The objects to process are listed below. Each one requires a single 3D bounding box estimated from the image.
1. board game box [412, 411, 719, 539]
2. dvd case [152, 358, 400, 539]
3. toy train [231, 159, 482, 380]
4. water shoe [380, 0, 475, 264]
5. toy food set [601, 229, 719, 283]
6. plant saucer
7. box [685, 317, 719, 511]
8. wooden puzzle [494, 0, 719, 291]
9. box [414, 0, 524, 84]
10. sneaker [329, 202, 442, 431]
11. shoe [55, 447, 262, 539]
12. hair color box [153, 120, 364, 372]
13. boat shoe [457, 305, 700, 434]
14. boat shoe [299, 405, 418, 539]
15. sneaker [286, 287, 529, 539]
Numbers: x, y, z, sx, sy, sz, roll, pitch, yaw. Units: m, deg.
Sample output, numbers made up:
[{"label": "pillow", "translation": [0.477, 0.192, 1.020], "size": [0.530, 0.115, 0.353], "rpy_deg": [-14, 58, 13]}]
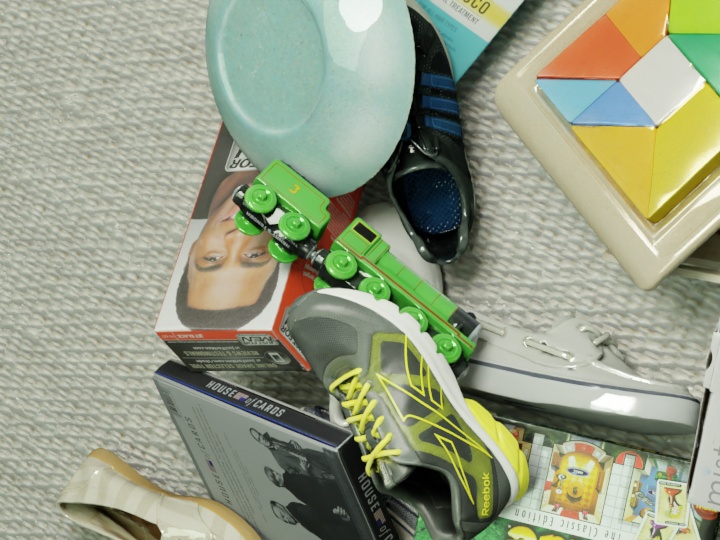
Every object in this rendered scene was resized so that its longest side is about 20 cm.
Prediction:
[{"label": "board game box", "translation": [0.140, 0.161, 1.728], "size": [0.199, 0.023, 0.105], "rpy_deg": [12, 95, 13]}, {"label": "dvd case", "translation": [-0.054, 0.148, 1.809], "size": [0.200, 0.025, 0.151], "rpy_deg": [20, 141, 45]}, {"label": "toy train", "translation": [0.000, 0.000, 1.727], "size": [0.200, 0.056, 0.042], "rpy_deg": [39, 144, 7]}, {"label": "water shoe", "translation": [0.039, -0.099, 1.754], "size": [0.071, 0.079, 0.201], "rpy_deg": [-19, 116, 6]}, {"label": "toy food set", "translation": [0.238, -0.093, 1.685], "size": [0.143, 0.060, 0.201], "rpy_deg": [11, 96, 32]}, {"label": "plant saucer", "translation": [-0.048, -0.146, 1.740], "size": [0.201, 0.039, 0.202], "rpy_deg": [12, 108, 43]}, {"label": "box", "translation": [0.266, 0.025, 1.555], "size": [0.096, 0.177, 0.201], "rpy_deg": [13, 118, 8]}, {"label": "wooden puzzle", "translation": [0.199, -0.117, 1.664], "size": [0.200, 0.037, 0.185], "rpy_deg": [-45, 63, 17]}, {"label": "box", "translation": [0.073, -0.205, 1.772], "size": [0.082, 0.049, 0.200], "rpy_deg": [33, 113, -16]}, {"label": "sneaker", "translation": [0.010, 0.034, 1.782], "size": [0.075, 0.089, 0.201], "rpy_deg": [-6, 63, 17]}, {"label": "shoe", "translation": [-0.146, 0.197, 1.912], "size": [0.200, 0.053, 0.070], "rpy_deg": [24, 137, 35]}, {"label": "hair color box", "translation": [-0.065, -0.028, 1.817], "size": [0.101, 0.061, 0.201], "rpy_deg": [-2, 58, 29]}, {"label": "boat shoe", "translation": [0.142, 0.064, 1.734], "size": [0.199, 0.072, 0.066], "rpy_deg": [10, 81, 37]}, {"label": "boat shoe", "translation": [0.042, 0.140, 1.807], "size": [0.200, 0.075, 0.093], "rpy_deg": [41, 103, 18]}, {"label": "sneaker", "translation": [0.025, 0.094, 1.674], "size": [0.200, 0.085, 0.074], "rpy_deg": [43, 136, -3]}]
